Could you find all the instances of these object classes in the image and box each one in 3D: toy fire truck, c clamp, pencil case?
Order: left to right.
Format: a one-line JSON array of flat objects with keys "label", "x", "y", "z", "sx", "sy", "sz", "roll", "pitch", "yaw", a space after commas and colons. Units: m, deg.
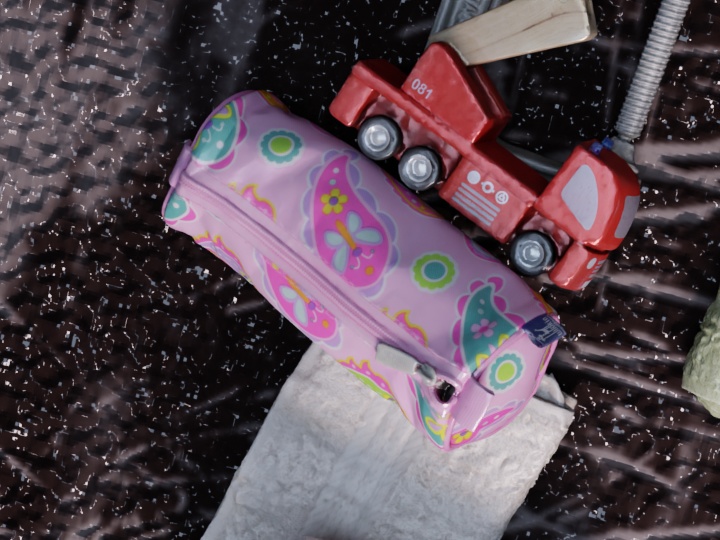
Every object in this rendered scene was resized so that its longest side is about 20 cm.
[{"label": "pencil case", "x": 0.000, "y": 0.000, "z": 1.014, "sx": 0.200, "sy": 0.087, "sz": 0.088, "roll": 40, "pitch": 104, "yaw": 21}, {"label": "toy fire truck", "x": 0.061, "y": -0.101, "z": 1.011, "sx": 0.200, "sy": 0.049, "sz": 0.141, "roll": 37, "pitch": 106, "yaw": 9}, {"label": "c clamp", "x": 0.121, "y": -0.118, "z": 1.030, "sx": 0.170, "sy": 0.027, "sz": 0.201, "roll": 26, "pitch": 103, "yaw": 5}]

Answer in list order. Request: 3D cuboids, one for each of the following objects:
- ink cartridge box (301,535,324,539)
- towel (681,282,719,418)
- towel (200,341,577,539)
[{"label": "ink cartridge box", "x": 0.012, "y": 0.202, "z": 1.046, "sx": 0.199, "sy": 0.068, "sz": 0.116, "roll": 16, "pitch": 107, "yaw": -13}, {"label": "towel", "x": 0.263, "y": 0.022, "z": 1.025, "sx": 0.199, "sy": 0.036, "sz": 0.149, "roll": 15, "pitch": 100, "yaw": 6}, {"label": "towel", "x": 0.007, "y": 0.112, "z": 1.083, "sx": 0.132, "sy": 0.034, "sz": 0.200, "roll": 30, "pitch": 103, "yaw": 4}]
